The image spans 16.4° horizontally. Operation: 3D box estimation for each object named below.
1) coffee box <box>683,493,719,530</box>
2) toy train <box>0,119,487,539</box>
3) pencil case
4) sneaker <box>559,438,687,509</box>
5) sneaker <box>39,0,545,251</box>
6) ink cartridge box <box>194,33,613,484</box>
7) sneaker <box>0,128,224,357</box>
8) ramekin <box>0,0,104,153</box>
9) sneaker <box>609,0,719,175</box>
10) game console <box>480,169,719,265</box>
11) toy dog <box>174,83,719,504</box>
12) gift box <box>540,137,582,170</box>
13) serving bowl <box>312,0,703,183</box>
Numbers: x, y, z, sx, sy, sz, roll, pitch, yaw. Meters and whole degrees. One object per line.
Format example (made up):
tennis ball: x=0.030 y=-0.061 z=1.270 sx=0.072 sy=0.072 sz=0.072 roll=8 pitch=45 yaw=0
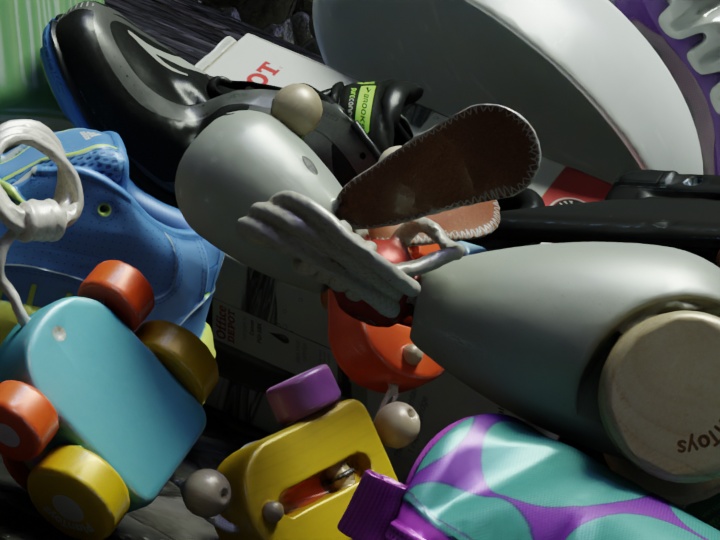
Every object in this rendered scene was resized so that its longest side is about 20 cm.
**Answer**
coffee box: x=0.211 y=0.117 z=0.900 sx=0.123 sy=0.044 sz=0.200 roll=-32 pitch=32 yaw=-20
toy train: x=-0.045 y=0.026 z=0.800 sx=0.199 sy=0.151 sz=0.056 roll=11 pitch=-24 yaw=-37
pencil case: x=0.090 y=0.113 z=0.681 sx=0.200 sy=0.085 sz=0.092 roll=28 pitch=8 yaw=40
sneaker: x=0.076 y=0.058 z=1.086 sx=0.199 sy=0.074 sz=0.081 roll=26 pitch=12 yaw=38
sneaker: x=-0.021 y=-0.046 z=0.893 sx=0.199 sy=0.083 sz=0.071 roll=28 pitch=31 yaw=-12
ink cartridge box: x=0.000 y=0.000 z=1.015 sx=0.199 sy=0.083 sz=0.147 roll=24 pitch=38 yaw=14
sneaker: x=-0.135 y=-0.011 z=0.837 sx=0.199 sy=0.106 sz=0.076 roll=19 pitch=10 yaw=-24
ramekin: x=-0.187 y=-0.083 z=0.939 sx=0.199 sy=0.098 sz=0.200 roll=-9 pitch=-8 yaw=-1
sneaker: x=0.161 y=-0.081 z=1.116 sx=0.080 sy=0.201 sz=0.088 roll=-26 pitch=8 yaw=-28
game console: x=0.163 y=0.025 z=0.860 sx=0.199 sy=0.177 sz=0.117 roll=4 pitch=40 yaw=33
toy dog: x=0.053 y=-0.009 z=0.752 sx=0.199 sy=0.097 sz=0.132 roll=31 pitch=-7 yaw=-16
gift box: x=0.154 y=0.004 z=1.248 sx=0.184 sy=0.201 sz=0.187 roll=11 pitch=1 yaw=21
serving bowl: x=0.074 y=-0.080 z=1.098 sx=0.200 sy=0.066 sz=0.200 roll=35 pitch=-21 yaw=16
